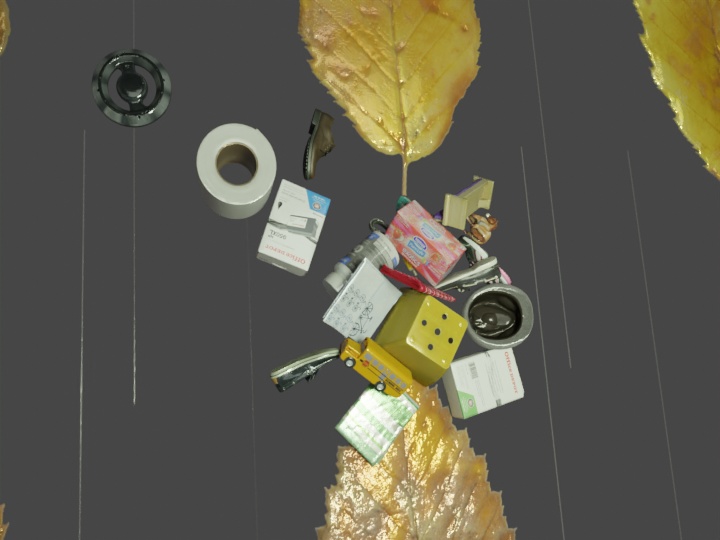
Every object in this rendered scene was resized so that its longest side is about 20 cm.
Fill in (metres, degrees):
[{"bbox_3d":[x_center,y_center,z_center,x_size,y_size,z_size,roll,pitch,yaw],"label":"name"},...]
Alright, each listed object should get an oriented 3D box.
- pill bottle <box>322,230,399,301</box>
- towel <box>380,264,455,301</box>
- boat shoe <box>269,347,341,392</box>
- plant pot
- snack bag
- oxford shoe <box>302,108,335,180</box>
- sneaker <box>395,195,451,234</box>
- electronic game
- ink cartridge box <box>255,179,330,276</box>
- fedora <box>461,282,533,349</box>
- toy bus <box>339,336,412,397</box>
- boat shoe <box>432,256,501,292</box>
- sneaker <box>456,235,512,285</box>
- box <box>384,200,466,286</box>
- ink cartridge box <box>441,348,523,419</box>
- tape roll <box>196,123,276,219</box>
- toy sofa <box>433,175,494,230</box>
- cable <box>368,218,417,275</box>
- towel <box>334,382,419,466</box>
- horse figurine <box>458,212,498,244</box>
[{"bbox_3d":[0.000,0.000,1.510,0.199,0.114,0.115,-41,92,-18],"label":"pill bottle"},{"bbox_3d":[0.153,0.035,1.487,0.197,0.142,0.023,19,97,-53],"label":"towel"},{"bbox_3d":[-0.135,0.251,1.454,0.194,0.074,0.064,-22,94,-15],"label":"boat shoe"},{"bbox_3d":[0.170,0.168,1.496,0.196,0.176,0.204,32,74,-7],"label":"plant pot"},{"bbox_3d":[0.010,0.093,1.472,0.191,0.021,0.200,-54,135,-5],"label":"snack bag"},{"bbox_3d":[-0.110,-0.339,1.559,0.082,0.073,0.208,16,77,-14],"label":"oxford shoe"},{"bbox_3d":[0.182,-0.135,1.615,0.201,0.078,0.091,49,41,8],"label":"sneaker"},{"bbox_3d":[-0.587,-0.469,1.463,0.192,0.042,0.209,2,82,-16],"label":"electronic game"},{"bbox_3d":[-0.177,-0.109,1.494,0.140,0.084,0.207,20,76,-11],"label":"ink cartridge box"},{"bbox_3d":[0.379,0.132,1.595,0.192,0.090,0.184,-7,77,6],"label":"fedora"},{"bbox_3d":[0.038,0.242,1.460,0.198,0.066,0.078,40,108,-15],"label":"toy bus"},{"bbox_3d":[0.296,0.028,1.584,0.194,0.074,0.062,-25,100,10],"label":"boat shoe"},{"bbox_3d":[0.340,-0.011,1.629,0.086,0.080,0.201,-44,81,11],"label":"sneaker"},{"bbox_3d":[0.172,-0.075,1.524,0.200,0.104,0.094,45,44,12],"label":"box"},{"bbox_3d":[0.333,0.303,1.566,0.193,0.084,0.152,-13,84,-18],"label":"ink cartridge box"},{"bbox_3d":[-0.317,-0.249,1.450,0.195,0.139,0.211,3,79,-15],"label":"tape roll"},{"bbox_3d":[0.279,-0.190,1.540,0.095,0.086,0.198,20,33,28],"label":"toy sofa"},{"bbox_3d":[0.115,-0.085,1.590,0.200,0.050,0.097,46,67,-4],"label":"cable"},{"bbox_3d":[0.047,0.389,1.506,0.152,0.023,0.201,44,74,-4],"label":"towel"},{"bbox_3d":[0.332,-0.128,1.619,0.131,0.050,0.201,38,29,-7],"label":"horse figurine"}]
